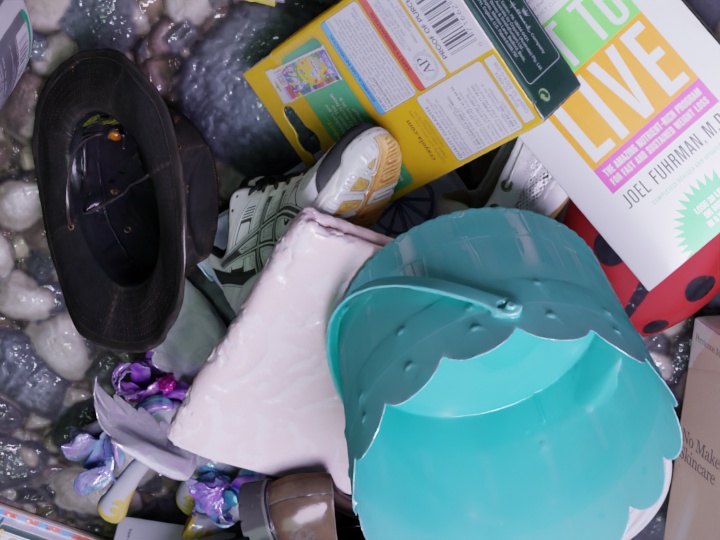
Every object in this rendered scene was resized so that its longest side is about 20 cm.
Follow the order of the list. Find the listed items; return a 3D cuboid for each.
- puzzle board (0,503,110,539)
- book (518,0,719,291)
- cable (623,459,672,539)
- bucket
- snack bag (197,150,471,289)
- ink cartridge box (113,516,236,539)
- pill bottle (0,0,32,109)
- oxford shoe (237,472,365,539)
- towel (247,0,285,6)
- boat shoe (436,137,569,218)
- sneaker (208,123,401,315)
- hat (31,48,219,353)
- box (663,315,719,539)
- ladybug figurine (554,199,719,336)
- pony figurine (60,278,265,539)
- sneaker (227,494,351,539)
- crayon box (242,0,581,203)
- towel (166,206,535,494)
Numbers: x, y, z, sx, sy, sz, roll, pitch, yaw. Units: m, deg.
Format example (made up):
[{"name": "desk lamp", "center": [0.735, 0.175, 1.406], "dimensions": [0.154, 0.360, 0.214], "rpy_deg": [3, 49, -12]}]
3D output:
[{"name": "puzzle board", "center": [-0.314, 0.252, 1.309], "dimensions": [0.198, 0.017, 0.152], "rpy_deg": [20, 120, -7]}, {"name": "book", "center": [0.166, -0.107, 0.996], "dimensions": [0.133, 0.048, 0.200], "rpy_deg": [-42, 88, 17]}, {"name": "cable", "center": [0.130, 0.132, 1.165], "dimensions": [0.197, 0.070, 0.202], "rpy_deg": [3, 124, -1]}, {"name": "bucket", "center": [0.078, 0.073, 0.946], "dimensions": [0.204, 0.135, 0.209], "rpy_deg": [-6, 130, -7]}, {"name": "snack bag", "center": [0.000, 0.000, 1.135], "dimensions": [0.199, 0.021, 0.189], "rpy_deg": [-30, 113, 19]}, {"name": "ink cartridge box", "center": [-0.103, 0.282, 1.256], "dimensions": [0.197, 0.083, 0.147], "rpy_deg": [9, 134, -1]}, {"name": "pill bottle", "center": [-0.280, -0.116, 0.987], "dimensions": [0.112, 0.201, 0.114], "rpy_deg": [2, 120, 4]}, {"name": "oxford shoe", "center": [-0.008, 0.209, 1.095], "dimensions": [0.083, 0.073, 0.201], "rpy_deg": [-17, 137, 11]}, {"name": "towel", "center": [-0.123, -0.253, 0.999], "dimensions": [0.197, 0.023, 0.145], "rpy_deg": [12, 121, -2]}, {"name": "boat shoe", "center": [0.079, -0.029, 1.067], "dimensions": [0.069, 0.071, 0.201], "rpy_deg": [31, 101, -13]}, {"name": "sneaker", "center": [-0.048, -0.037, 1.038], "dimensions": [0.088, 0.075, 0.200], "rpy_deg": [54, 134, 17]}, {"name": "hat", "center": [-0.143, -0.049, 1.066], "dimensions": [0.080, 0.201, 0.202], "rpy_deg": [-9, 132, -42]}, {"name": "box", "center": [0.276, 0.139, 1.119], "dimensions": [0.077, 0.095, 0.203], "rpy_deg": [-2, 107, -20]}, {"name": "ladybug figurine", "center": [0.203, -0.031, 1.067], "dimensions": [0.134, 0.072, 0.202], "rpy_deg": [20, 116, -8]}, {"name": "pony figurine", "center": [-0.130, 0.112, 1.151], "dimensions": [0.192, 0.168, 0.200], "rpy_deg": [34, 133, -22]}, {"name": "sneaker", "center": [-0.053, 0.211, 1.190], "dimensions": [0.198, 0.082, 0.074], "rpy_deg": [-9, 123, -22]}, {"name": "crayon box", "center": [0.027, -0.121, 0.999], "dimensions": [0.199, 0.052, 0.126], "rpy_deg": [-25, 103, 49]}, {"name": "towel", "center": [-0.002, 0.062, 1.032], "dimensions": [0.189, 0.032, 0.201], "rpy_deg": [18, 123, -25]}]
